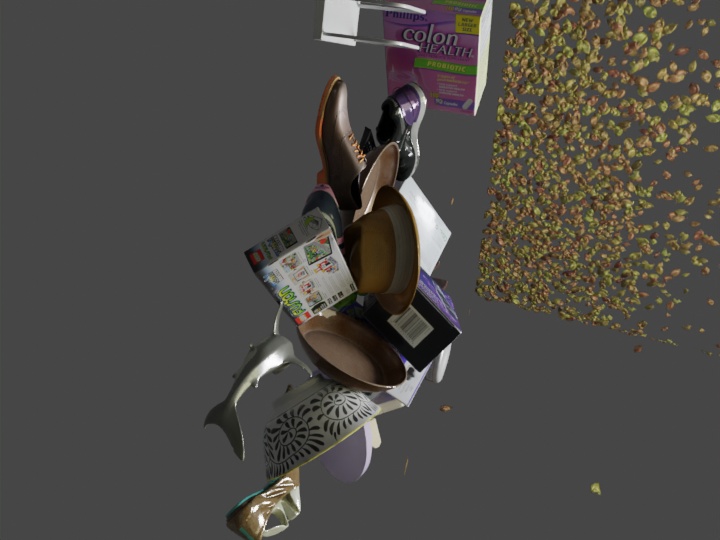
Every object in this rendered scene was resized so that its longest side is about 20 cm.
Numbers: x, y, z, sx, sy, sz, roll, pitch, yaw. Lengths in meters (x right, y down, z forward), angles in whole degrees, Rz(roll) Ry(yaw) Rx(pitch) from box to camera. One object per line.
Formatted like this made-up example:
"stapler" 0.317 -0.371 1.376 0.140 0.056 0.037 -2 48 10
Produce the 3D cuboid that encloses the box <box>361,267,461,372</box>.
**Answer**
"box" 0.089 0.063 1.155 0.104 0.148 0.200 -44 -170 12

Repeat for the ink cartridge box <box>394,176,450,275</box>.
"ink cartridge box" 0.095 -0.060 1.344 0.200 0.040 0.203 48 60 -37

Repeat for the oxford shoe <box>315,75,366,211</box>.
"oxford shoe" -0.023 -0.182 0.945 0.072 0.071 0.204 -57 154 -49

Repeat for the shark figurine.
"shark figurine" -0.109 0.130 0.818 0.131 0.088 0.215 -67 173 22

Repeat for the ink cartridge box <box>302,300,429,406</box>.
"ink cartridge box" 0.019 0.148 1.129 0.044 0.198 0.198 -57 172 23

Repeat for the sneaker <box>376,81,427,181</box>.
"sneaker" 0.058 -0.239 1.169 0.087 0.075 0.203 -33 147 -28

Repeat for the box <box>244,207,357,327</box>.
"box" -0.072 0.003 0.866 0.108 0.035 0.201 -31 155 -4

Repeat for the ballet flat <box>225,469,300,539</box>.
"ballet flat" -0.129 0.350 0.966 0.068 0.073 0.200 -44 171 14

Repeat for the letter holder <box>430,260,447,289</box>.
"letter holder" 0.138 -0.014 1.516 0.200 0.139 0.103 -26 127 -70

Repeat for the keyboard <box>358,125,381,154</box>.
"keyboard" 0.029 -0.201 1.212 0.201 0.020 0.130 65 40 -67

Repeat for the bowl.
"bowl" -0.075 0.218 0.968 0.096 0.198 0.200 60 16 6

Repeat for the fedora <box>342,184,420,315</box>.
"fedora" 0.021 -0.027 0.971 0.200 0.080 0.207 172 -90 -69

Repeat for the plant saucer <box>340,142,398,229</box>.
"plant saucer" 0.010 -0.126 1.104 0.203 0.036 0.202 -61 166 -27

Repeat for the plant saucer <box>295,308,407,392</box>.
"plant saucer" -0.020 0.128 1.000 0.037 0.198 0.200 -59 169 18

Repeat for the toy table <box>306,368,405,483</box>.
"toy table" -0.018 0.251 1.143 0.116 0.180 0.206 -26 117 -55

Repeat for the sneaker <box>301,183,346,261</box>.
"sneaker" -0.049 -0.043 0.975 0.202 0.068 0.084 91 7 -55

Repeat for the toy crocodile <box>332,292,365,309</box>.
"toy crocodile" 0.000 0.000 1.172 0.067 0.062 0.201 -33 -165 47

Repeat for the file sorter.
"file sorter" 0.026 -0.403 0.857 0.139 0.121 0.205 -37 138 -65

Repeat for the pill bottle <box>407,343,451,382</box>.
"pill bottle" 0.085 0.153 1.352 0.114 0.195 0.117 13 90 -73

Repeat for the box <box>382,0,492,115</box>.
"box" 0.138 -0.400 1.159 0.202 0.171 0.098 83 25 -51
